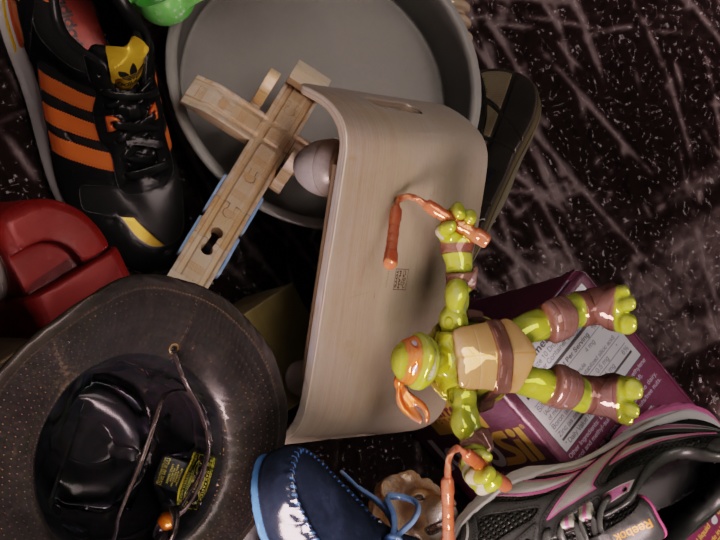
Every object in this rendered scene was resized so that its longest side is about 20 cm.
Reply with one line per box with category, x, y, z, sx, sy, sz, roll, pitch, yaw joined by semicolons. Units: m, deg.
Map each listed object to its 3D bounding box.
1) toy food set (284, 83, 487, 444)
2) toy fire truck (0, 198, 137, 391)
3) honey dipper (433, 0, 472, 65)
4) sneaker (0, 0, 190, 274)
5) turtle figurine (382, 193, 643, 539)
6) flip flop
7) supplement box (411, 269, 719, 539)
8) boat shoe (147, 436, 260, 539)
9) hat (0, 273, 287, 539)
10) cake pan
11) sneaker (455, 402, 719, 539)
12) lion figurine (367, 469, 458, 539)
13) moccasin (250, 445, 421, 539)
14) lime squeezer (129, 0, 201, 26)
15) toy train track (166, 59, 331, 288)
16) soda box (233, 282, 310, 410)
toy food set;0.000;0.000;1.109;0.143;0.060;0.202;2;99;-55
toy fire truck;-0.233;0.002;1.036;0.176;0.128;0.201;-33;108;-31
honey dipper;0.050;-0.226;1.284;0.038;0.038;0.202;3;77;-30
sneaker;-0.144;-0.094;1.110;0.070;0.090;0.201;-24;93;-32
turtle figurine;0.079;0.059;1.086;0.160;0.064;0.202;0;72;-28
flip flop;0.053;-0.043;1.236;0.081;0.058;0.201;23;62;17
supplement box;0.136;0.113;1.216;0.200;0.131;0.103;49;63;-13
boat shoe;-0.049;0.168;1.061;0.073;0.065;0.201;-36;104;-28
hat;-0.133;0.085;0.980;0.200;0.081;0.202;-17;115;-42
cake pan;-0.025;-0.115;1.190;0.199;0.037;0.202;5;71;-15
sneaker;0.133;0.139;1.095;0.199;0.086;0.081;-35;101;-10
lion figurine;0.071;0.196;1.193;0.200;0.072;0.123;30;39;-56
moccasin;0.013;0.160;1.039;0.200;0.068;0.081;53;34;-36
lime squeezer;-0.135;-0.182;1.134;0.199;0.071;0.038;27;63;20
toy train track;-0.063;-0.051;1.097;0.114;0.033;0.201;32;54;-5
soda box;-0.110;0.084;1.109;0.199;0.068;0.064;-34;99;-31
